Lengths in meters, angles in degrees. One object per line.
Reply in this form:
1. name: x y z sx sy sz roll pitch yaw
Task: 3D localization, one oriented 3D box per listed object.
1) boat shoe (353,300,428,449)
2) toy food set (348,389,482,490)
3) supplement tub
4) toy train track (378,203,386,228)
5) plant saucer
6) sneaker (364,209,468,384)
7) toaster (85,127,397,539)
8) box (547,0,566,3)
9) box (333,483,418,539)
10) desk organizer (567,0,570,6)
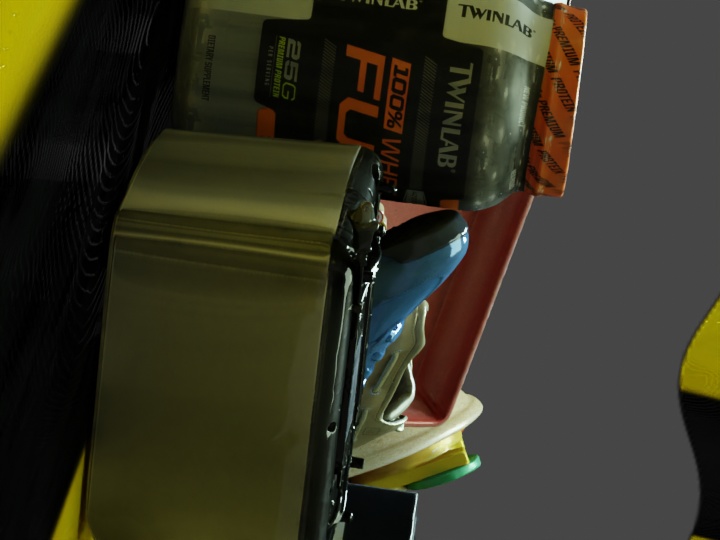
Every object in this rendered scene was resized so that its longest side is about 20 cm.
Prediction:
1. boat shoe: -0.004 0.069 1.605 0.200 0.068 0.075 101 -5 -63
2. toy food set: -0.009 0.130 1.967 0.198 0.199 0.049 -91 164 -83
3. supplement tub: 0.010 -0.097 1.439 0.123 0.198 0.123 7 90 -87
4. toy train track: 0.000 0.000 1.661 0.115 0.032 0.201 -90 178 -47
5. plant saucer: 0.000 0.002 1.762 0.037 0.199 0.201 44 -58 45
6. sneaker: -0.013 0.041 1.458 0.079 0.200 0.066 56 25 -2
7. toaster: -0.052 0.031 1.324 0.181 0.118 0.201 -78 175 -71
8. box: 0.030 -0.180 1.672 0.199 0.170 0.202 16 79 -80
9. box: -0.050 0.205 1.590 0.201 0.147 0.105 93 5 -55
10. desk organizer: 0.041 -0.209 1.872 0.077 0.198 0.072 -68 166 -70
